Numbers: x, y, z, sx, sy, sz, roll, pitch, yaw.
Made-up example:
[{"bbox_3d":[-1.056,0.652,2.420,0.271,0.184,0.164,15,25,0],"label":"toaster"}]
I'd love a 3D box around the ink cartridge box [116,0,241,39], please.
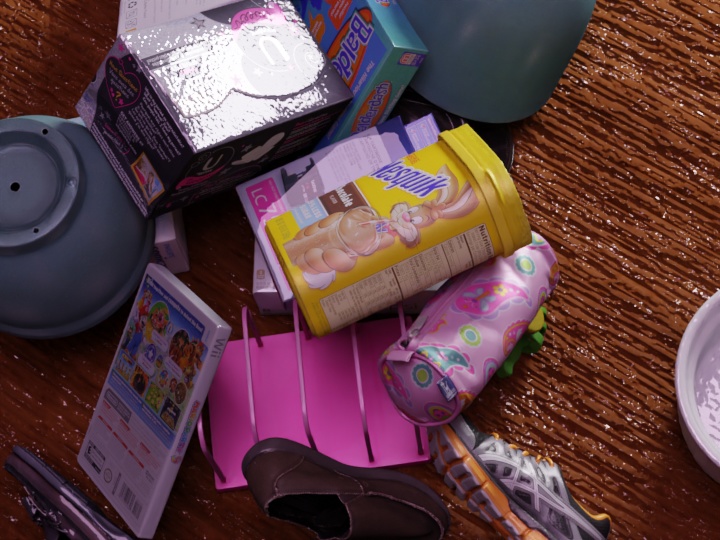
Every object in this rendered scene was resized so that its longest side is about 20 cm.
[{"bbox_3d":[-0.141,-0.298,1.576,0.198,0.044,0.199,-19,41,13],"label":"ink cartridge box"}]

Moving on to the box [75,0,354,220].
[{"bbox_3d":[-0.128,-0.153,1.427,0.199,0.115,0.133,-24,75,-43],"label":"box"}]

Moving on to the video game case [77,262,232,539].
[{"bbox_3d":[-0.184,0.112,1.406,0.143,0.018,0.202,36,109,51],"label":"video game case"}]

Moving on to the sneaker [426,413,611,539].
[{"bbox_3d":[0.136,0.187,1.402,0.077,0.078,0.200,-42,88,-16],"label":"sneaker"}]

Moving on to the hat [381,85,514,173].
[{"bbox_3d":[0.049,-0.130,1.533,0.198,0.081,0.203,-2,69,5],"label":"hat"}]

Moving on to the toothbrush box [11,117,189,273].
[{"bbox_3d":[-0.273,-0.062,1.534,0.198,0.085,0.148,-10,69,0],"label":"toothbrush box"}]

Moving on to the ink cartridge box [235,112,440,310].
[{"bbox_3d":[-0.001,-0.059,1.457,0.198,0.042,0.120,-23,77,-5],"label":"ink cartridge box"}]

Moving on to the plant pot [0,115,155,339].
[{"bbox_3d":[-0.292,-0.055,1.416,0.198,0.134,0.203,-1,71,4],"label":"plant pot"}]

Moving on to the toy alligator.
[{"bbox_3d":[0.149,0.007,1.488,0.054,0.059,0.202,18,63,-33],"label":"toy alligator"}]

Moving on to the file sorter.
[{"bbox_3d":[-0.046,0.102,1.427,0.198,0.126,0.140,-8,68,2],"label":"file sorter"}]

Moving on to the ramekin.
[{"bbox_3d":[0.371,0.110,1.401,0.198,0.098,0.203,-2,69,5],"label":"ramekin"}]

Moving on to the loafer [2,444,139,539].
[{"bbox_3d":[-0.252,0.236,1.425,0.199,0.072,0.063,37,80,14],"label":"loafer"}]

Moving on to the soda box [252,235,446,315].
[{"bbox_3d":[0.000,0.000,1.496,0.198,0.064,0.069,-1,68,5],"label":"soda box"}]

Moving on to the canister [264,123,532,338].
[{"bbox_3d":[0.028,-0.033,1.356,0.198,0.087,0.149,-25,27,-3],"label":"canister"}]

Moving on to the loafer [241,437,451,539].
[{"bbox_3d":[-0.012,0.210,1.372,0.198,0.073,0.071,19,35,-20],"label":"loafer"}]

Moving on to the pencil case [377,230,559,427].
[{"bbox_3d":[0.093,0.044,1.359,0.087,0.088,0.200,31,50,15],"label":"pencil case"}]

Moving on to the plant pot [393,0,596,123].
[{"bbox_3d":[0.131,-0.266,1.494,0.199,0.161,0.202,12,55,-17],"label":"plant pot"}]

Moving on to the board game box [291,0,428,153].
[{"bbox_3d":[-0.026,-0.219,1.521,0.045,0.153,0.201,2,45,-37],"label":"board game box"}]
